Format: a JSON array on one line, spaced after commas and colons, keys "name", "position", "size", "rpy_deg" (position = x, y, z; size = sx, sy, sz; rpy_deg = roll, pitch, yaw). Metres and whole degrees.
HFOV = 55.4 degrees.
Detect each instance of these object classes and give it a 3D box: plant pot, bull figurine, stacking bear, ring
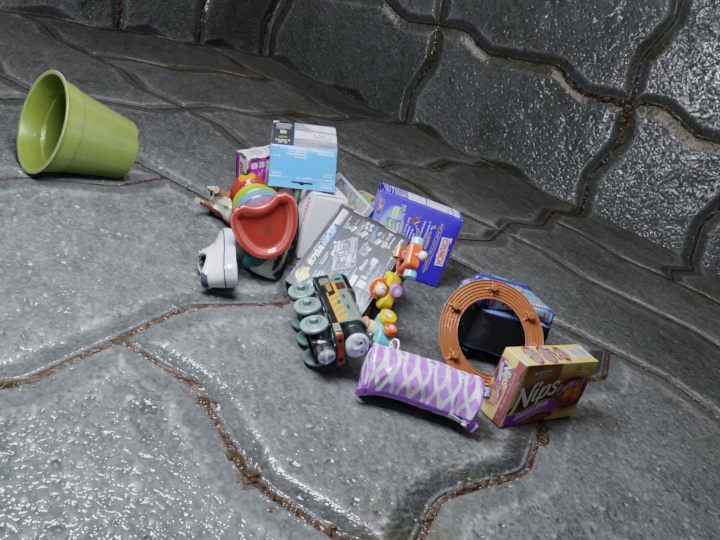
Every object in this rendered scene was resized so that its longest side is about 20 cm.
[{"name": "plant pot", "position": [-0.561, -0.271, 1.393], "size": [0.199, 0.204, 0.188], "rpy_deg": [36, 13, 36]}, {"name": "bull figurine", "position": [-0.247, -0.118, 1.424], "size": [0.196, 0.067, 0.121], "rpy_deg": [23, -2, 20]}, {"name": "stacking bear", "position": [-0.194, -0.115, 1.273], "size": [0.118, 0.116, 0.201], "rpy_deg": [-18, 33, -12]}, {"name": "ring", "position": [0.230, 0.114, 1.188], "size": [0.195, 0.206, 0.019], "rpy_deg": [18, -19, -5]}]

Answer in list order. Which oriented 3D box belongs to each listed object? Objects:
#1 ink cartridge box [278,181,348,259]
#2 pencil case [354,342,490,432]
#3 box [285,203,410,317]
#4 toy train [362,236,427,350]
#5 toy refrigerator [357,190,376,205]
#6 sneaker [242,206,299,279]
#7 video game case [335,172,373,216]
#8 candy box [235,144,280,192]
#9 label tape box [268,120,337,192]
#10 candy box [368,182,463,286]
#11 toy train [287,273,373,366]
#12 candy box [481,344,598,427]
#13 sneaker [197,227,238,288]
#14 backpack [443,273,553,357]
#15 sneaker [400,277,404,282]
[{"name": "ink cartridge box", "position": [-0.113, -0.129, 1.477], "size": [0.082, 0.150, 0.200], "rpy_deg": [6, 24, -27]}, {"name": "pencil case", "position": [0.091, 0.177, 1.037], "size": [0.195, 0.084, 0.087], "rpy_deg": [18, 58, -4]}, {"name": "box", "position": [-0.020, -0.008, 1.255], "size": [0.156, 0.046, 0.202], "rpy_deg": [26, 62, 16]}, {"name": "toy train", "position": [0.045, 0.045, 1.130], "size": [0.054, 0.205, 0.150], "rpy_deg": [19, -16, -13]}, {"name": "toy refrigerator", "position": [-0.019, -0.153, 1.725], "size": [0.075, 0.072, 0.199], "rpy_deg": [28, 22, 21]}, {"name": "sneaker", "position": [-0.167, -0.067, 1.334], "size": [0.077, 0.079, 0.202], "rpy_deg": [12, 40, 10]}, {"name": "video game case", "position": [-0.059, -0.130, 1.548], "size": [0.018, 0.143, 0.201], "rpy_deg": [39, 7, -36]}, {"name": "candy box", "position": [-0.186, -0.214, 1.564], "size": [0.196, 0.140, 0.061], "rpy_deg": [-19, 41, -35]}, {"name": "label tape box", "position": [-0.119, -0.243, 1.436], "size": [0.140, 0.065, 0.202], "rpy_deg": [5, 32, -8]}, {"name": "candy box", "position": [0.108, -0.079, 1.528], "size": [0.195, 0.173, 0.077], "rpy_deg": [20, 24, -4]}, {"name": "toy train", "position": [-0.051, 0.076, 1.098], "size": [0.111, 0.087, 0.201], "rpy_deg": [-11, 30, -12]}, {"name": "candy box", "position": [0.299, 0.188, 1.140], "size": [0.196, 0.119, 0.056], "rpy_deg": [3, 26, -39]}, {"name": "sneaker", "position": [-0.254, -0.026, 1.211], "size": [0.069, 0.075, 0.200], "rpy_deg": [-3, 19, -11]}, {"name": "backpack", "position": [0.260, 0.080, 1.342], "size": [0.178, 0.138, 0.201], "rpy_deg": [15, 19, -15]}, {"name": "sneaker", "position": [0.012, 0.000, 1.313], "size": [0.195, 0.077, 0.082], "rpy_deg": [-11, -10, -26]}]
